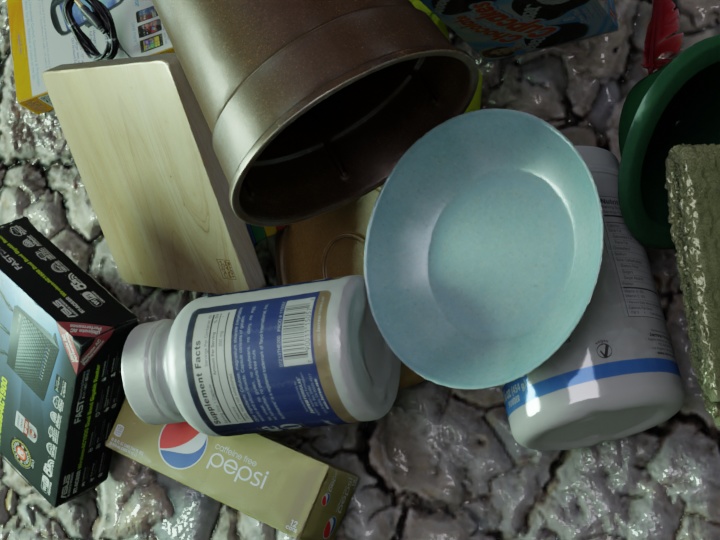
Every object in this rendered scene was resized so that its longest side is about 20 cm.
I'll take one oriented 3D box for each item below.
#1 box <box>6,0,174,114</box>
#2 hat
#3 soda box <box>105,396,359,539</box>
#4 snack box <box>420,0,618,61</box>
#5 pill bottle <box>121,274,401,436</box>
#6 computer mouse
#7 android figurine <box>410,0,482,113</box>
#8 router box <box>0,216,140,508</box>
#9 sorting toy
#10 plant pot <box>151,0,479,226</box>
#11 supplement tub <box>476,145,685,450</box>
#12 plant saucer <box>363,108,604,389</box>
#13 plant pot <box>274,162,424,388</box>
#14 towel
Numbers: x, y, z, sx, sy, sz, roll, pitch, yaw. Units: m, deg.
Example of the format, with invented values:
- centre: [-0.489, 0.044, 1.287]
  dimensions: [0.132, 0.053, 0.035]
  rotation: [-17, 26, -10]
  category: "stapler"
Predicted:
- centre: [-0.236, -0.233, 1.390]
  dimensions: [0.199, 0.041, 0.119]
  rotation: [-15, 71, 16]
  category: "box"
- centre: [0.212, -0.129, 1.139]
  dimensions: [0.176, 0.200, 0.166]
  rotation: [34, 133, 44]
  category: "hat"
- centre: [-0.106, 0.157, 1.212]
  dimensions: [0.200, 0.068, 0.064]
  rotation: [20, 83, 26]
  category: "soda box"
- centre: [0.121, -0.216, 1.143]
  dimensions: [0.116, 0.200, 0.037]
  rotation: [-11, 79, 20]
  category: "snack box"
- centre: [-0.079, 0.070, 1.139]
  dimensions: [0.199, 0.111, 0.111]
  rotation: [-8, 73, 23]
  category: "pill bottle"
- centre: [-0.195, -0.182, 1.327]
  dimensions: [0.200, 0.034, 0.059]
  rotation: [39, 107, 8]
  category: "computer mouse"
- centre: [0.007, -0.146, 1.197]
  dimensions: [0.181, 0.041, 0.201]
  rotation: [6, 116, 9]
  category: "android figurine"
- centre: [-0.270, 0.079, 1.244]
  dimensions: [0.150, 0.062, 0.200]
  rotation: [38, 132, 26]
  category: "router box"
- centre: [-0.156, -0.088, 1.230]
  dimensions: [0.199, 0.070, 0.200]
  rotation: [5, 120, 50]
  category: "sorting toy"
- centre: [-0.048, -0.170, 1.069]
  dimensions: [0.200, 0.200, 0.199]
  rotation: [-34, 72, 11]
  category: "plant pot"
- centre: [0.156, 0.023, 1.104]
  dimensions: [0.132, 0.132, 0.201]
  rotation: [-19, 70, 17]
  category: "supplement tub"
- centre: [0.092, -0.014, 1.053]
  dimensions: [0.201, 0.039, 0.202]
  rotation: [-8, 77, 37]
  category: "plant saucer"
- centre: [0.000, 0.000, 1.180]
  dimensions: [0.200, 0.027, 0.201]
  rotation: [10, 105, 39]
  category: "plant pot"
- centre: [0.288, 0.004, 1.051]
  dimensions: [0.148, 0.036, 0.201]
  rotation: [-6, 84, -24]
  category: "towel"
